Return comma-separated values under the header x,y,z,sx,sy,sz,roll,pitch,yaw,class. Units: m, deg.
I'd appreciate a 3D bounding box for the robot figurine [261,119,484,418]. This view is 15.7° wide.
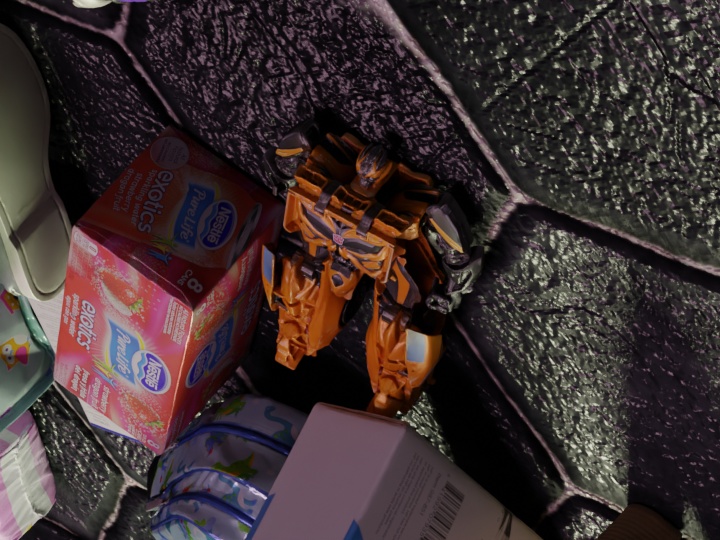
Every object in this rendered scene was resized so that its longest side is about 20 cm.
x,y,z,sx,sy,sz,roll,pitch,yaw,class
0.000,0.000,1.518,0.145,0.058,0.200,28,148,17,robot figurine

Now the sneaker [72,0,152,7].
x,y,z,sx,sy,sz,roll,pitch,yaw,class
-0.137,-0.224,1.381,0.099,0.070,0.200,7,141,35,sneaker

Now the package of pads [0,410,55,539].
x,y,z,sx,sy,sz,roll,pitch,yaw,class
-0.337,0.125,2.061,0.199,0.076,0.121,27,146,23,package of pads

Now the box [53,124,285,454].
x,y,z,sx,sy,sz,roll,pitch,yaw,class
-0.122,0.016,1.641,0.095,0.100,0.200,35,150,10,box

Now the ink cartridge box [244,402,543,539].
x,y,z,sx,sy,sz,roll,pitch,yaw,class
0.024,0.195,1.611,0.084,0.146,0.200,11,157,44,ink cartridge box

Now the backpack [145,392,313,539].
x,y,z,sx,sy,sz,roll,pitch,yaw,class
-0.059,0.155,1.712,0.163,0.154,0.200,37,143,-5,backpack

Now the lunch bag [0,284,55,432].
x,y,z,sx,sy,sz,roll,pitch,yaw,class
-0.344,0.084,1.888,0.170,0.200,0.122,11,139,40,lunch bag

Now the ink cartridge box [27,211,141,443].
x,y,z,sx,sy,sz,roll,pitch,yaw,class
-0.179,0.041,1.806,0.094,0.037,0.201,16,140,36,ink cartridge box

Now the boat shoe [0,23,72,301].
x,y,z,sx,sy,sz,roll,pitch,yaw,class
-0.235,-0.070,1.667,0.062,0.073,0.201,15,133,32,boat shoe

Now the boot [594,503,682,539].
x,y,z,sx,sy,sz,roll,pitch,yaw,class
0.190,0.246,1.539,0.201,0.144,0.071,38,151,5,boot
